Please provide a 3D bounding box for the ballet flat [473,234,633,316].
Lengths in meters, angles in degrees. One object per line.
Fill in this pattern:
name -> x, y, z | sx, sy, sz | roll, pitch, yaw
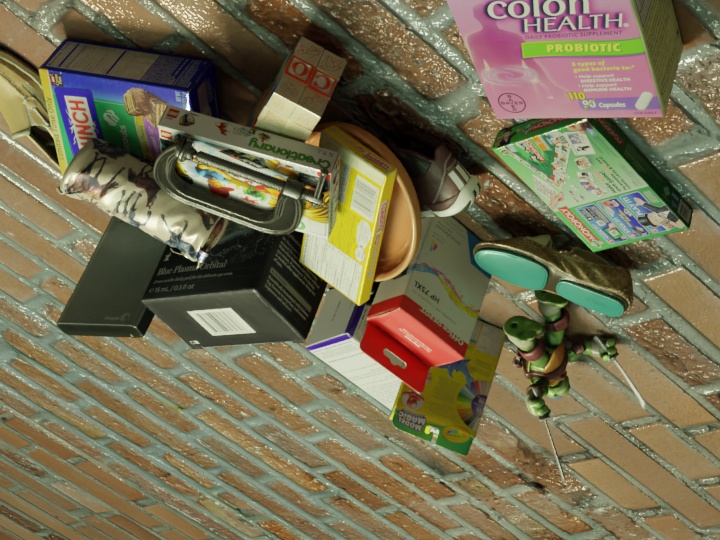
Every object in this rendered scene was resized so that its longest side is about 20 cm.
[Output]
ballet flat -> 0.237, -0.005, 1.675 | 0.200, 0.065, 0.071 | 22, 148, 3

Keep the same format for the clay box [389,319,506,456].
clay box -> 0.115, 0.151, 1.858 | 0.115, 0.200, 0.048 | 23, 149, -1

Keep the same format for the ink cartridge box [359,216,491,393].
ink cartridge box -> 0.085, 0.037, 1.699 | 0.116, 0.200, 0.067 | 37, 146, -25

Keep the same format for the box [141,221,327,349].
box -> -0.143, -0.016, 1.754 | 0.197, 0.200, 0.117 | -6, 140, 37

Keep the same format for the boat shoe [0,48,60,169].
boat shoe -> -0.424, -0.200, 1.758 | 0.072, 0.076, 0.200 | -15, 134, 45

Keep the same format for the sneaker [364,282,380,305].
sneaker -> 0.000, 0.000, 1.807 | 0.199, 0.083, 0.071 | 15, 148, 11

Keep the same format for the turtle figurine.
turtle figurine -> 0.271, 0.123, 1.784 | 0.144, 0.200, 0.194 | -23, 133, 4

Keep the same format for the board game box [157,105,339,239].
board game box -> -0.123, -0.108, 1.536 | 0.200, 0.035, 0.126 | 16, 148, 8

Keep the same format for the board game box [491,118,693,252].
board game box -> 0.260, -0.101, 1.546 | 0.135, 0.029, 0.200 | -14, 135, 45

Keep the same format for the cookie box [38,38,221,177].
cookie box -> -0.271, -0.177, 1.666 | 0.200, 0.075, 0.171 | 10, 131, 17

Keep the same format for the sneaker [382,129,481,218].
sneaker -> 0.039, -0.114, 1.636 | 0.200, 0.076, 0.116 | -14, 124, 38

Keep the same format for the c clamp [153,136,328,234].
c clamp -> -0.132, -0.098, 1.504 | 0.200, 0.027, 0.171 | 17, 153, 4

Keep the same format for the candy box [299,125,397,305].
candy box -> -0.017, -0.061, 1.598 | 0.102, 0.026, 0.200 | 38, 138, 27

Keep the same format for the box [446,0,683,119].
box -> 0.192, -0.243, 1.301 | 0.176, 0.097, 0.200 | 3, 144, 28

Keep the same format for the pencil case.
pencil case -> -0.255, -0.082, 1.631 | 0.200, 0.078, 0.089 | 27, 104, -2

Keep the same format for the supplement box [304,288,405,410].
supplement box -> 0.037, 0.111, 1.939 | 0.200, 0.101, 0.103 | 38, 145, -25

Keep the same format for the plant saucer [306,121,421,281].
plant saucer -> -0.002, -0.084, 1.618 | 0.200, 0.037, 0.200 | 25, 131, 33

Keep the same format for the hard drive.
hard drive -> -0.316, 0.003, 1.888 | 0.139, 0.200, 0.033 | 0, 143, 30

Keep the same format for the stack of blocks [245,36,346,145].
stack of blocks -> -0.085, -0.176, 1.554 | 0.059, 0.115, 0.200 | 27, 148, -10
